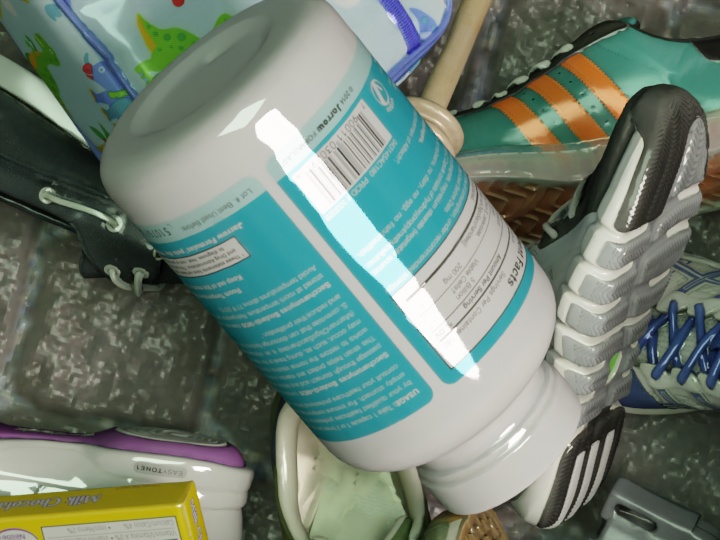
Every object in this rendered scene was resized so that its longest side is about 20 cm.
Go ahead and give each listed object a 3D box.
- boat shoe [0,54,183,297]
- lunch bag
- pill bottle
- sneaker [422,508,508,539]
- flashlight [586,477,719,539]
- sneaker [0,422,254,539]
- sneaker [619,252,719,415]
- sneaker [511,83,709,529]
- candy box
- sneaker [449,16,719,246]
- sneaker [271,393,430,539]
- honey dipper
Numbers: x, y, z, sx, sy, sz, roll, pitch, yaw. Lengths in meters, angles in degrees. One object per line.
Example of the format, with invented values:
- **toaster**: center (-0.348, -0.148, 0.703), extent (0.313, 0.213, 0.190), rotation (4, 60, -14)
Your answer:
- **boat shoe**: center (-0.105, -0.023, 1.233), extent (0.200, 0.076, 0.060), rotation (32, 84, 18)
- **lunch bag**: center (-0.069, -0.135, 1.160), extent (0.161, 0.082, 0.200), rotation (-39, 99, -22)
- **pill bottle**: center (0.000, 0.000, 1.086), extent (0.111, 0.111, 0.200), rotation (-41, 110, -4)
- **sneaker**: center (0.010, 0.162, 1.077), extent (0.090, 0.200, 0.067), rotation (-20, 116, 16)
- **flashlight**: center (0.186, 0.161, 1.200), extent (0.199, 0.068, 0.068), rotation (26, 87, 10)
- **sneaker**: center (-0.147, 0.113, 1.210), extent (0.199, 0.075, 0.100), rotation (5, 95, 9)
- **sneaker**: center (0.160, 0.029, 1.205), extent (0.199, 0.088, 0.076), rotation (10, 84, 5)
- **sneaker**: center (0.064, 0.001, 1.171), extent (0.115, 0.075, 0.201), rotation (28, 116, 25)
- **candy box**: center (-0.154, 0.143, 1.184), extent (0.199, 0.026, 0.103), rotation (-5, 117, 15)
- **sneaker**: center (0.094, -0.063, 1.237), extent (0.199, 0.071, 0.080), rotation (-8, 61, 7)
- **sneaker**: center (0.002, 0.132, 1.185), extent (0.067, 0.090, 0.201), rotation (-14, 82, -2)
- **honey dipper**: center (0.046, -0.103, 1.220), extent (0.038, 0.038, 0.200), rotation (21, 57, 5)
